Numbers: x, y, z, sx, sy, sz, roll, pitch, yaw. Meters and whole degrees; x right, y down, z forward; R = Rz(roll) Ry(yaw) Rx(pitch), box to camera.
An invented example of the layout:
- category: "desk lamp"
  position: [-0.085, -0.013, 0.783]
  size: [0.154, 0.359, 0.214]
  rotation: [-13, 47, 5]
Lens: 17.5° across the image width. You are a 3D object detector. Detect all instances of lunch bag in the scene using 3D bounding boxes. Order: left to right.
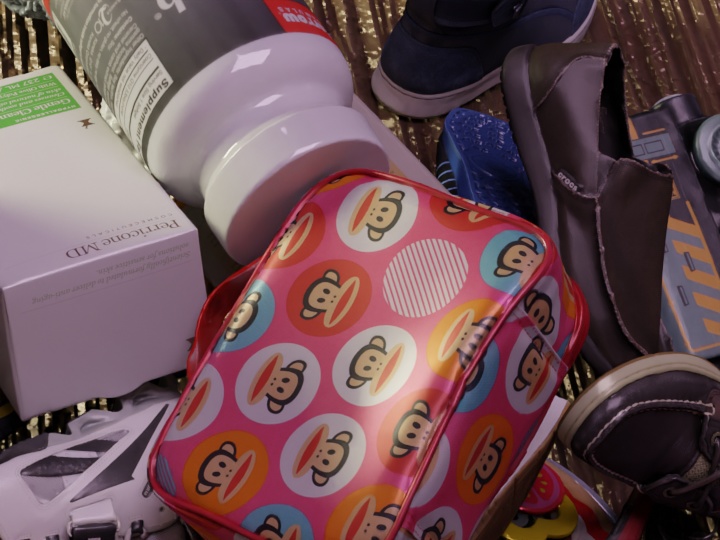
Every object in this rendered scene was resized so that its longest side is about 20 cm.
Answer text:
- category: "lunch bag"
  position: [-0.007, 0.052, 1.099]
  size: [0.176, 0.082, 0.200]
  rotation: [20, 70, 35]

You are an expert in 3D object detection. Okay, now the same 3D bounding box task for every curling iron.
- category: "curling iron"
  position: [0.135, 0.155, 1.180]
  size: [0.050, 0.026, 0.200]
  rotation: [39, 32, 6]

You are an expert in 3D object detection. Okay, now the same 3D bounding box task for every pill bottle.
- category: "pill bottle"
  position: [-0.074, -0.104, 1.204]
  size: [0.116, 0.116, 0.200]
  rotation: [-18, 58, -29]

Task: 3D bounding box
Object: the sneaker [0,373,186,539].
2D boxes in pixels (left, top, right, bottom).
- category: "sneaker"
  position: [-0.132, 0.124, 1.133]
  size: [0.088, 0.074, 0.200]
  rotation: [38, 49, 23]

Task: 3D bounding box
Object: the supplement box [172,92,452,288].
- category: "supplement box"
  position: [0.000, 0.000, 1.230]
  size: [0.126, 0.074, 0.200]
  rotation: [-43, 50, 3]

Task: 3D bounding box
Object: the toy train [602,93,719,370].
- category: "toy train"
  position: [0.186, -0.002, 1.316]
  size: [0.114, 0.085, 0.200]
  rotation: [-14, 76, -21]

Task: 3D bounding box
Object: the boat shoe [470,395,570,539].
- category: "boat shoe"
  position: [0.032, 0.115, 1.146]
  size: [0.069, 0.071, 0.200]
  rotation: [32, 48, 16]

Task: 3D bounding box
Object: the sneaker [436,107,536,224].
- category: "sneaker"
  position: [0.067, -0.028, 1.345]
  size: [0.070, 0.078, 0.200]
  rotation: [21, 23, -7]

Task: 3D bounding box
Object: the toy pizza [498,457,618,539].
- category: "toy pizza"
  position: [0.055, 0.152, 1.190]
  size: [0.200, 0.032, 0.200]
  rotation: [8, 46, -9]

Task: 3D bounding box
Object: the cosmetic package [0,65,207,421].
- category: "cosmetic package"
  position: [-0.164, -0.018, 1.209]
  size: [0.108, 0.085, 0.200]
  rotation: [-18, 35, -21]

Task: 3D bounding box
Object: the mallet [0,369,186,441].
- category: "mallet"
  position: [-0.156, 0.068, 1.210]
  size: [0.066, 0.041, 0.200]
  rotation: [32, 51, 20]

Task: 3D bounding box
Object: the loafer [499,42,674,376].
- category: "loafer"
  position: [0.132, -0.032, 1.241]
  size: [0.073, 0.071, 0.200]
  rotation: [-7, 79, -64]

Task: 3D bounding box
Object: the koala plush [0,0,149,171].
- category: "koala plush"
  position: [-0.115, -0.159, 1.374]
  size: [0.177, 0.184, 0.200]
  rotation: [-33, 84, -31]

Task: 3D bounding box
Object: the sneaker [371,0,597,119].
- category: "sneaker"
  position: [0.097, -0.191, 1.452]
  size: [0.077, 0.146, 0.202]
  rotation: [36, 47, 20]

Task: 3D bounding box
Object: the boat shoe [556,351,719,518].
- category: "boat shoe"
  position: [0.177, 0.091, 1.200]
  size: [0.200, 0.073, 0.065]
  rotation: [11, 36, -49]
